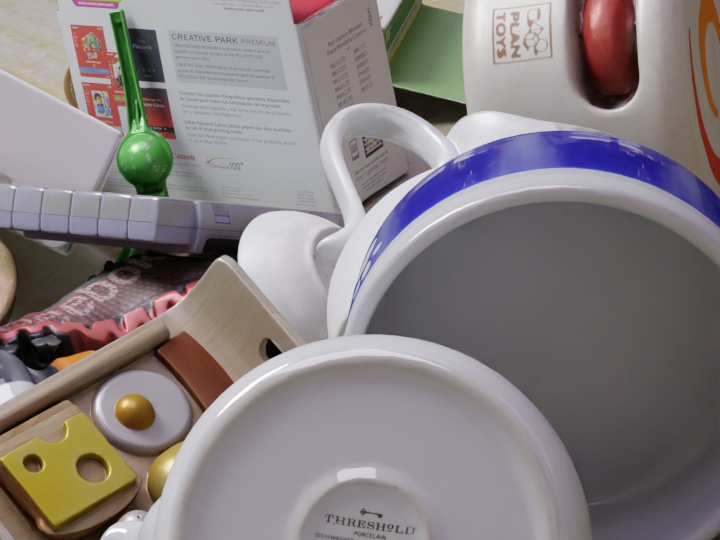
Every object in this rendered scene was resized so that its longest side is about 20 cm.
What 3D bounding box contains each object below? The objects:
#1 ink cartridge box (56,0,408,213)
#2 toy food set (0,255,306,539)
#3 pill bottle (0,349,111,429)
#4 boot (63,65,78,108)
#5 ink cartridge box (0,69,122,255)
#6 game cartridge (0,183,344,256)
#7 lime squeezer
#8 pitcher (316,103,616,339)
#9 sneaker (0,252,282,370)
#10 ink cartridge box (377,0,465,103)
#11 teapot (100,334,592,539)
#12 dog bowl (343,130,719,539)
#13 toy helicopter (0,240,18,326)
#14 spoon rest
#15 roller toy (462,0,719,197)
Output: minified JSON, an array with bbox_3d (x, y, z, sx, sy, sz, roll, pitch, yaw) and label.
[{"bbox_3d":[-0.085,-0.133,1.816,0.200,0.176,0.084,8,30,36],"label":"ink cartridge box"},{"bbox_3d":[-0.095,0.087,1.379,0.200,0.060,0.144,-29,71,-37],"label":"toy food set"},{"bbox_3d":[-0.213,0.103,1.439,0.200,0.106,0.106,-19,25,-14],"label":"pill bottle"},{"bbox_3d":[-0.111,-0.156,1.995,0.199,0.077,0.155,-12,26,-8],"label":"boot"},{"bbox_3d":[-0.248,-0.085,1.771,0.145,0.084,0.200,27,-3,-23],"label":"ink cartridge box"},{"bbox_3d":[-0.102,-0.026,1.666,0.129,0.039,0.200,11,4,34],"label":"game cartridge"},{"bbox_3d":[-0.142,-0.057,1.776,0.038,0.071,0.201,-17,60,32],"label":"lime squeezer"},{"bbox_3d":[0.037,-0.012,1.472,0.171,0.121,0.200,18,37,13],"label":"pitcher"},{"bbox_3d":[-0.141,0.040,1.590,0.200,0.071,0.098,-15,24,-13],"label":"sneaker"},{"bbox_3d":[0.027,-0.167,1.926,0.199,0.048,0.146,10,29,9],"label":"ink cartridge box"},{"bbox_3d":[0.012,0.125,1.244,0.197,0.200,0.146,-40,-13,-3],"label":"teapot"},{"bbox_3d":[0.091,0.041,1.320,0.200,0.201,0.079,-9,22,7],"label":"dog bowl"},{"bbox_3d":[-0.290,-0.007,1.627,0.199,0.079,0.133,10,60,-2],"label":"toy helicopter"},{"bbox_3d":[0.000,0.000,1.612,0.061,0.100,0.200,-33,-6,39],"label":"spoon rest"},{"bbox_3d":[0.133,-0.112,1.651,0.139,0.200,0.183,-5,31,18],"label":"roller toy"}]
